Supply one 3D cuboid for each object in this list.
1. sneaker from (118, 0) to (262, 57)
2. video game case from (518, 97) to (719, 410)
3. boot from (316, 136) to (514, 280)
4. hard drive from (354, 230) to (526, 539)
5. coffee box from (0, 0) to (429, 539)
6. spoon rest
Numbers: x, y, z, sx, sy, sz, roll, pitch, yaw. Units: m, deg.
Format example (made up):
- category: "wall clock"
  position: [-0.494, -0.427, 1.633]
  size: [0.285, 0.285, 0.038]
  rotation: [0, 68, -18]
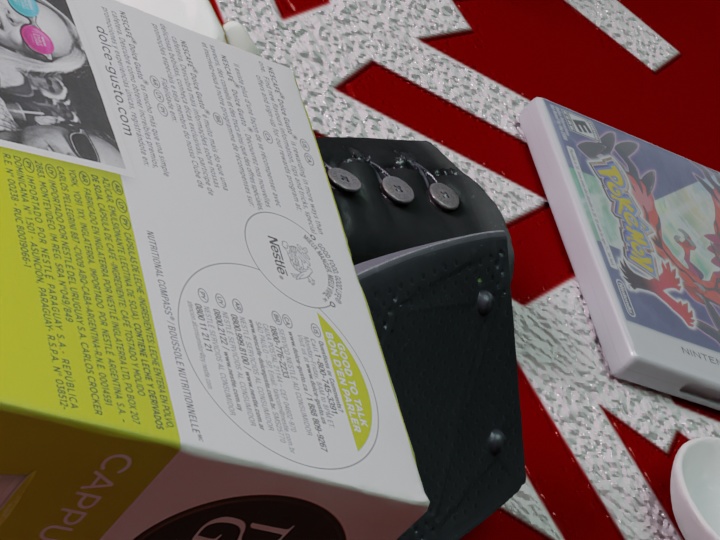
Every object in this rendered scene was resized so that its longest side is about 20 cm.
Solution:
- category: "sneaker"
  position: [-0.083, -0.067, 1.007]
  size: [0.084, 0.073, 0.201]
  rotation: [3, 69, -7]
- category: "video game case"
  position: [0.188, 0.000, 1.351]
  size: [0.182, 0.023, 0.200]
  rotation: [19, 40, -36]
- category: "boot"
  position: [0.000, -0.001, 1.105]
  size: [0.200, 0.066, 0.165]
  rotation: [8, 48, -50]
- category: "hard drive"
  position: [0.005, 0.061, 0.989]
  size: [0.200, 0.042, 0.135]
  rotation: [-22, 110, -55]
- category: "coffee box"
  position: [-0.129, 0.038, 0.771]
  size: [0.197, 0.200, 0.200]
  rotation: [17, 40, -37]
- category: "spoon rest"
  position: [0.229, 0.164, 1.171]
  size: [0.200, 0.061, 0.099]
  rotation: [54, 33, 14]
